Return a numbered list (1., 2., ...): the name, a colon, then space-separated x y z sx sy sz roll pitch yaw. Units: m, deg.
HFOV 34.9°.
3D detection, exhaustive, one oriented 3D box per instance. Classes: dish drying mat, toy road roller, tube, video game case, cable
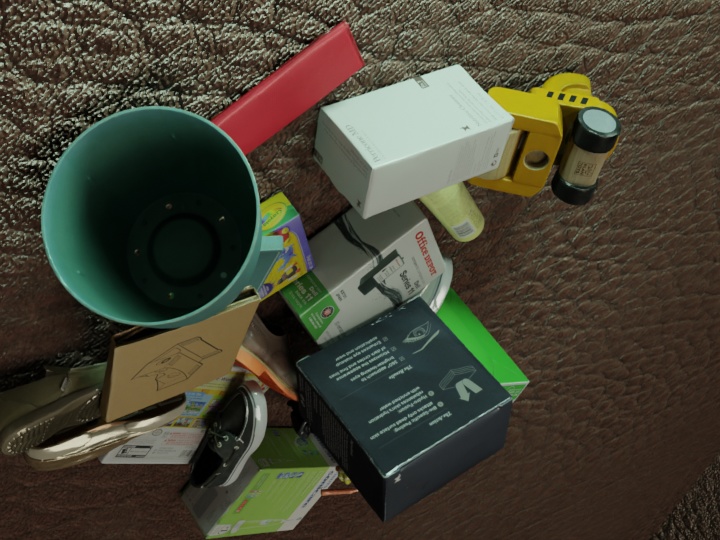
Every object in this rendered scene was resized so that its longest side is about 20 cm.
1. dish drying mat: -0.085 -0.178 1.189 0.200 0.018 0.077 -39 150 -4
2. toy road roller: 0.228 -0.181 1.453 0.198 0.147 0.123 9 136 -4
3. tube: 0.106 -0.103 1.469 0.051 0.059 0.200 -3 155 24
4. video game case: -0.223 0.185 1.505 0.199 0.023 0.182 13 121 -52
5. cable: -0.022 0.177 1.601 0.162 0.051 0.200 -20 -176 -2

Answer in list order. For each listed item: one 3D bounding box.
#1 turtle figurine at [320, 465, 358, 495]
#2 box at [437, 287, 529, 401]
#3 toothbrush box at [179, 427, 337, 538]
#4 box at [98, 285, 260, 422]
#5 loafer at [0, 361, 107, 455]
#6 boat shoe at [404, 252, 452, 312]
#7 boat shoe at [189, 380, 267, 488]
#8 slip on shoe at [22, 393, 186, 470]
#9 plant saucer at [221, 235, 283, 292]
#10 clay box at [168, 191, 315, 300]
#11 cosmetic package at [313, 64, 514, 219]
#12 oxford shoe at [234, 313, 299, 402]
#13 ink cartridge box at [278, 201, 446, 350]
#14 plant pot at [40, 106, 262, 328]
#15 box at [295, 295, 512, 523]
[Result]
1. turtle figurine: 0.017 0.228 1.559 0.199 0.161 0.065 -30 104 -8
2. box: 0.114 0.153 1.653 0.096 0.200 0.177 3 131 -47
3. toothbrush box: -0.142 0.311 1.692 0.199 0.086 0.146 11 123 -52
4. box: -0.202 0.094 1.250 0.162 0.021 0.200 -21 160 -26
5. loafer: -0.332 0.136 1.282 0.076 0.068 0.200 -50 165 33
6. boat shoe: 0.051 0.053 1.592 0.065 0.072 0.200 24 114 -33
7. boat shoe: -0.177 0.225 1.520 0.056 0.069 0.201 -11 141 -37
8. slip on shoe: -0.304 0.187 1.366 0.199 0.076 0.061 -20 139 -25
9. plant saucer: -0.152 0.040 1.304 0.070 0.019 0.201 -5 137 -45
10. clay box: -0.153 0.005 1.322 0.199 0.048 0.115 -34 149 -11
11. cosmetic package: 0.058 -0.148 1.292 0.199 0.113 0.082 -23 146 -30
12. oxford shoe: -0.105 0.114 1.479 0.073 0.071 0.200 -59 143 -11
13. ink cartridge box: 0.000 0.000 1.445 0.199 0.083 0.147 -38 150 -5
14. plant pot: -0.185 -0.037 1.102 0.200 0.201 0.161 -37 170 -4
15. box: 0.052 0.170 1.438 0.196 0.200 0.118 -27 145 -22
